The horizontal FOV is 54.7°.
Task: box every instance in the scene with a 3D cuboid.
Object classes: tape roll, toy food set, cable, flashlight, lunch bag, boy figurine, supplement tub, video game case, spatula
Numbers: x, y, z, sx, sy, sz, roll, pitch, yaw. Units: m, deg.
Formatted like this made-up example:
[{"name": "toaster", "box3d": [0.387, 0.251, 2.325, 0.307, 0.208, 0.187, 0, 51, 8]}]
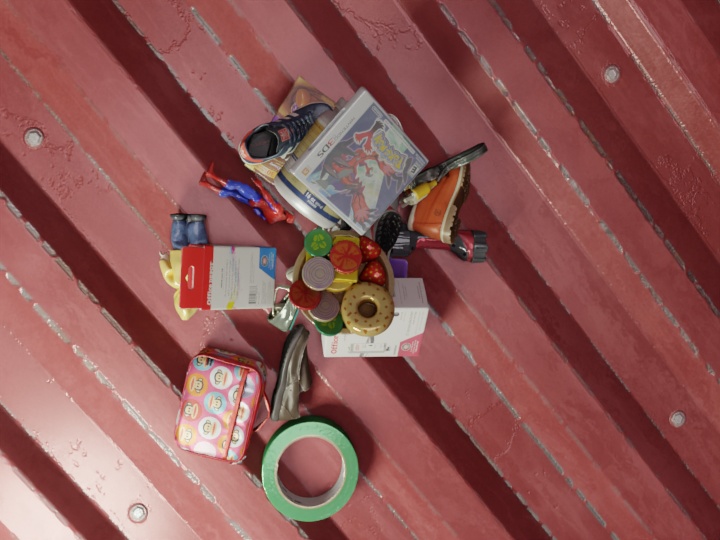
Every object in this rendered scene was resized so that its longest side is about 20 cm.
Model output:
[{"name": "tape roll", "box3d": [-0.103, 0.401, 1.415, 0.195, 0.048, 0.206, -1, 95, -8]}, {"name": "toy food set", "box3d": [-0.032, 0.021, 1.262, 0.192, 0.049, 0.205, 4, 73, -6]}, {"name": "cable", "box3d": [0.157, -0.184, 1.357, 0.196, 0.097, 0.051, -26, 99, -3]}, {"name": "flashlight", "box3d": [0.156, -0.051, 1.409, 0.194, 0.069, 0.069, 0, 131, -5]}, {"name": "lunch bag", "box3d": [-0.262, 0.266, 1.360, 0.172, 0.082, 0.205, 14, 96, -1]}, {"name": "boy figurine", "box3d": [-0.327, -0.008, 1.349, 0.121, 0.064, 0.206, -1, 95, -8]}, {"name": "supplement tub", "box3d": [-0.049, -0.196, 1.268, 0.143, 0.145, 0.201, 37, 100, -8]}, {"name": "video game case", "box3d": [0.003, -0.181, 1.196, 0.183, 0.023, 0.199, -47, 131, 6]}, {"name": "spatula", "box3d": [0.000, 0.000, 1.411, 0.194, 0.021, 0.058, 3, 89, -4]}]

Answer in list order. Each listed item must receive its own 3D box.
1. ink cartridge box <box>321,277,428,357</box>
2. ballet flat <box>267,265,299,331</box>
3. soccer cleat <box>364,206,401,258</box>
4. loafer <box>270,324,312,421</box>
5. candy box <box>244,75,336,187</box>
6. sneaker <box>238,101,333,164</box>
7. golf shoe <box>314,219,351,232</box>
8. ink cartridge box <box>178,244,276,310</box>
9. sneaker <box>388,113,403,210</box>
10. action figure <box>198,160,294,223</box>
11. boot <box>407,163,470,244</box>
[{"name": "ink cartridge box", "box3d": [0.023, 0.094, 1.358, 0.194, 0.084, 0.149, 0, 135, -8]}, {"name": "ballet flat", "box3d": [-0.126, 0.032, 1.346, 0.063, 0.068, 0.202, 26, 116, -8]}, {"name": "soccer cleat", "box3d": [0.024, -0.034, 1.373, 0.067, 0.073, 0.204, 10, 113, -24]}, {"name": "loafer", "box3d": [-0.129, 0.206, 1.391, 0.069, 0.073, 0.205, 13, 102, -12]}, {"name": "candy box", "box3d": [-0.126, -0.257, 1.360, 0.115, 0.056, 0.202, 32, 91, -9]}, {"name": "sneaker", "box3d": [-0.133, -0.253, 1.289, 0.197, 0.084, 0.076, -29, 97, -4]}, {"name": "golf shoe", "box3d": [-0.056, -0.089, 1.371, 0.086, 0.077, 0.206, 1, 83, 14]}, {"name": "ink cartridge box", "box3d": [-0.259, 0.011, 1.311, 0.197, 0.067, 0.120, 1, 94, -39]}, {"name": "sneaker", "box3d": [0.048, -0.201, 1.357, 0.072, 0.116, 0.206, -5, 96, -8]}, {"name": "action figure", "box3d": [-0.212, -0.144, 1.351, 0.198, 0.065, 0.053, 31, 49, -22]}, {"name": "boot", "box3d": [0.159, -0.155, 1.388, 0.105, 0.075, 0.203, 11, 64, 23]}]
